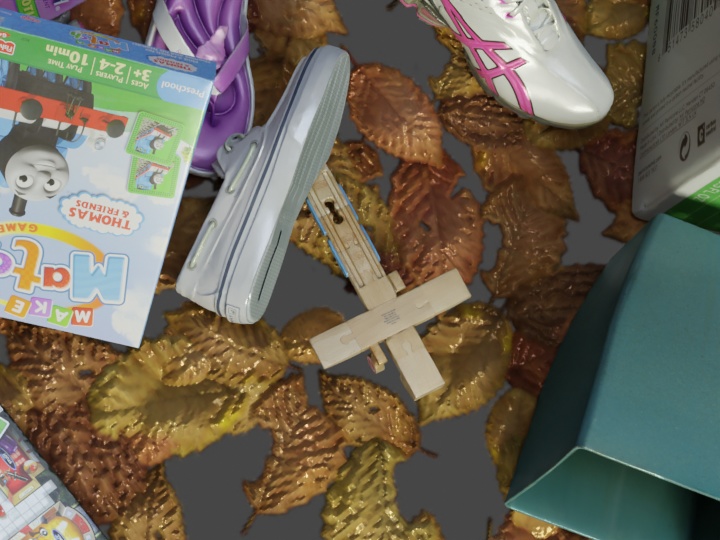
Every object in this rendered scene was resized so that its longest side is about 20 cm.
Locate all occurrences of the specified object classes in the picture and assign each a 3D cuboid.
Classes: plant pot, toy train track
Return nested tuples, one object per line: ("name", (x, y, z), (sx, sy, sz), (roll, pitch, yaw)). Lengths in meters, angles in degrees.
("plant pot", (0.208, 0.076, 1.344), (0.141, 0.141, 0.200), (21, 64, -8))
("toy train track", (0.000, 0.000, 1.369), (0.115, 0.033, 0.200), (-25, 77, -12))

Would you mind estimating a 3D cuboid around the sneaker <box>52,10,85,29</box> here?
("sneaker", (-0.208, -0.113, 1.323), (0.087, 0.074, 0.200), (-34, 81, -20))

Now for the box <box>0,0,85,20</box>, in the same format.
("box", (-0.285, -0.217, 1.275), (0.200, 0.097, 0.176), (-34, 49, -19))

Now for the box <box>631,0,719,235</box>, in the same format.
("box", (0.310, -0.135, 1.391), (0.171, 0.199, 0.200), (10, 75, -12))

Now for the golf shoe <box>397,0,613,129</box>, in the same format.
("golf shoe", (0.104, -0.178, 1.409), (0.200, 0.092, 0.073), (41, 68, -2))

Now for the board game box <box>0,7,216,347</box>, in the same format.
("board game box", (-0.190, -0.057, 1.265), (0.151, 0.037, 0.200), (13, 117, -10))

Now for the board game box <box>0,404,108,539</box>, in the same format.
("board game box", (-0.216, 0.189, 1.266), (0.105, 0.023, 0.200), (-39, 87, -18))

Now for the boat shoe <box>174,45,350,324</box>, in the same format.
("boat shoe", (-0.070, -0.066, 1.333), (0.067, 0.074, 0.200), (19, 80, 14))

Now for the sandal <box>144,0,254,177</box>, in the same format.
("sandal", (-0.110, -0.166, 1.372), (0.082, 0.050, 0.203), (4, 75, -13))
